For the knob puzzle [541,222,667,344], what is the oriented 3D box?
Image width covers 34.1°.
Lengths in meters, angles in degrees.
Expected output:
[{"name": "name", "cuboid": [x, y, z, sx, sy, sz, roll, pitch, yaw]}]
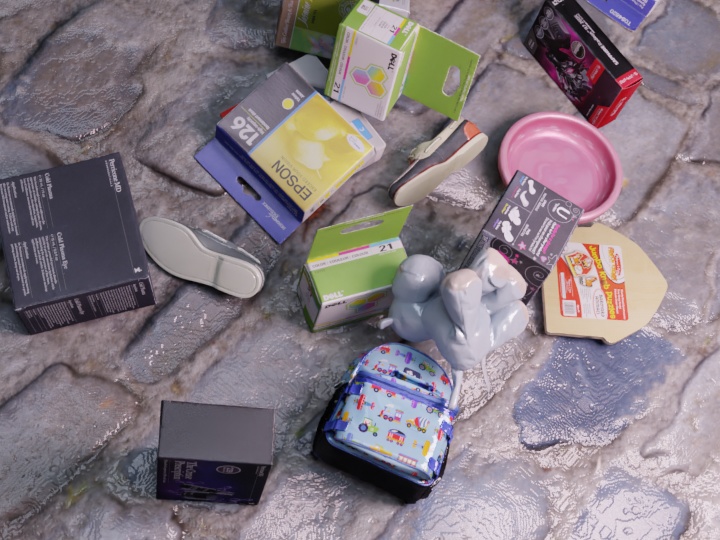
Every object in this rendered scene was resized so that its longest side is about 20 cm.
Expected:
[{"name": "knob puzzle", "cuboid": [0.369, 0.023, 1.791, 0.218, 0.030, 0.221, 4, 64, -9]}]

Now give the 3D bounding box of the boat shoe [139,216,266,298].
[{"name": "boat shoe", "cuboid": [-0.225, -0.022, 1.692, 0.199, 0.073, 0.062, 25, 20, 9]}]

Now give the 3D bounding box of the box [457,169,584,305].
[{"name": "box", "cuboid": [0.216, -0.019, 1.678, 0.114, 0.200, 0.132, 30, 57, 5]}]

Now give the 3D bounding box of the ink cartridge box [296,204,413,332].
[{"name": "ink cartridge box", "cuboid": [0.000, 0.000, 1.635, 0.147, 0.200, 0.076, -15, 69, -16]}]

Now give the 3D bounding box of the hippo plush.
[{"name": "hippo plush", "cuboid": [0.124, 0.055, 1.597, 0.159, 0.160, 0.201, -13, 111, -42]}]

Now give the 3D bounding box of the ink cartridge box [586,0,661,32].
[{"name": "ink cartridge box", "cuboid": [0.454, -0.541, 2.060, 0.199, 0.041, 0.200, 36, 64, 7]}]

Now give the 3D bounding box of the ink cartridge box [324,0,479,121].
[{"name": "ink cartridge box", "cuboid": [0.060, -0.293, 1.748, 0.199, 0.148, 0.076, 27, 53, 8]}]

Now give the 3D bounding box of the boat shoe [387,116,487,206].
[{"name": "boat shoe", "cuboid": [0.110, -0.170, 1.807, 0.200, 0.071, 0.063, -38, 71, -25]}]

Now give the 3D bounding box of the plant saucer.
[{"name": "plant saucer", "cuboid": [0.310, -0.155, 1.846, 0.199, 0.051, 0.202, 4, 63, -8]}]

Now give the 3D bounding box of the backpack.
[{"name": "backpack", "cuboid": [0.050, 0.188, 1.598, 0.182, 0.135, 0.201, 26, 61, 1]}]

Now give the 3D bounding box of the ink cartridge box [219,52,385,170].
[{"name": "ink cartridge box", "cuboid": [-0.089, -0.218, 1.805, 0.176, 0.045, 0.200, -32, 75, -23]}]

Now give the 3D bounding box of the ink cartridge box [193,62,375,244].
[{"name": "ink cartridge box", "cuboid": [-0.116, -0.178, 1.752, 0.200, 0.047, 0.198, -44, 78, -10]}]

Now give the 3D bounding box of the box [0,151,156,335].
[{"name": "box", "cuboid": [-0.394, -0.037, 1.620, 0.181, 0.104, 0.201, -14, 69, -8]}]

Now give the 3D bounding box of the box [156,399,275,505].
[{"name": "box", "cuboid": [-0.187, 0.235, 1.491, 0.140, 0.200, 0.079, 3, 65, -9]}]

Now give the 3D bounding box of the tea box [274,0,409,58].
[{"name": "tea box", "cuboid": [-0.020, -0.445, 1.854, 0.196, 0.134, 0.201, 11, 52, -5]}]

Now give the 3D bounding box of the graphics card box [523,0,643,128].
[{"name": "graphics card box", "cuboid": [0.358, -0.341, 1.903, 0.051, 0.126, 0.200, -30, 75, -21]}]
